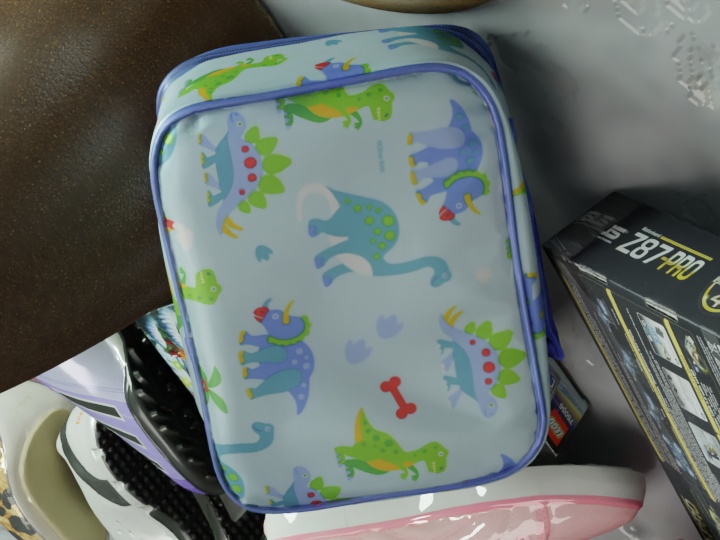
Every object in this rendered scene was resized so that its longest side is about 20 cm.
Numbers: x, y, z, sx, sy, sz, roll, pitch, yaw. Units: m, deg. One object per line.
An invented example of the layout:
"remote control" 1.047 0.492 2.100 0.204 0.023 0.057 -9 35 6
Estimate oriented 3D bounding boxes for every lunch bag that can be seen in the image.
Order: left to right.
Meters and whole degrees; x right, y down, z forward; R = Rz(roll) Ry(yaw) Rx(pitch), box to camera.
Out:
"lunch bag" 0.000 0.000 1.021 0.159 0.083 0.202 -10 113 3

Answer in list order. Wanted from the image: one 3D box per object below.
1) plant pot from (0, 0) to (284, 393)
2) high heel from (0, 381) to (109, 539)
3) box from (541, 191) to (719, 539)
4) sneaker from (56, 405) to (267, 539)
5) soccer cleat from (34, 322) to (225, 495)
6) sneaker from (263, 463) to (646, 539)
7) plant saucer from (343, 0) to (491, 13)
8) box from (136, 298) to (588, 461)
"plant pot" -0.149 -0.034 1.076 0.186 0.200 0.188 21 138 20
"high heel" -0.223 0.107 1.366 0.142 0.071 0.201 -25 96 44
"box" 0.167 0.075 0.993 0.201 0.049 0.161 60 167 -22
"sneaker" -0.092 0.144 1.316 0.080 0.074 0.201 -13 113 57
"soccer cleat" -0.140 0.043 1.240 0.200 0.068 0.073 48 126 -4
"sneaker" 0.049 0.152 1.145 0.199 0.075 0.106 -12 77 25
"plant saucer" -0.010 -0.180 0.958 0.199 0.035 0.201 21 137 21
"box" -0.004 0.044 1.163 0.199 0.040 0.137 -18 116 46
